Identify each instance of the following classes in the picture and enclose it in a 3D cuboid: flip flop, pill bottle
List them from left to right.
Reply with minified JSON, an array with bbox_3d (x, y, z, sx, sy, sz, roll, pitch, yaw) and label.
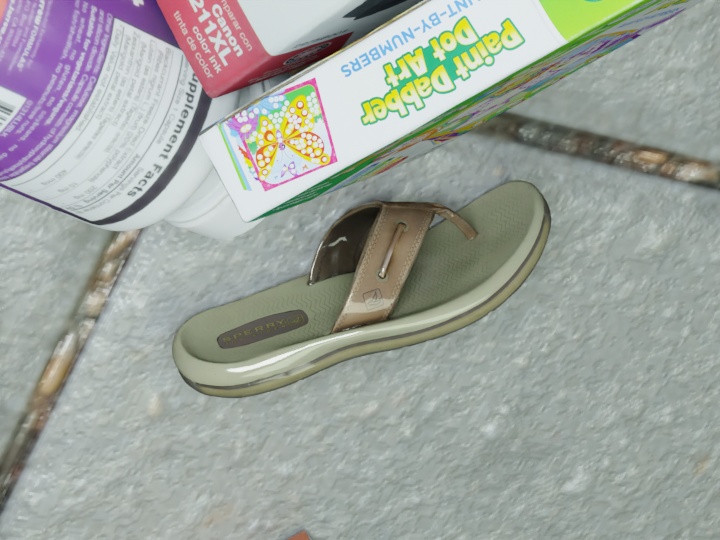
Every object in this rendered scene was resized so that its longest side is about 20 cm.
[{"bbox_3d":[-0.121,-0.082,1.086,0.200,0.112,0.112,24,112,-40],"label":"pill bottle"},{"bbox_3d":[0.000,0.000,1.256,0.199,0.081,0.058,-20,119,-7],"label":"flip flop"}]

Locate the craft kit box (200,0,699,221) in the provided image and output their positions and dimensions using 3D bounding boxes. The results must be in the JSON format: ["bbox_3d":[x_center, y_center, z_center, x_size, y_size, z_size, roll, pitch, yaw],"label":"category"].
[{"bbox_3d":[0.060,-0.095,1.061,0.197,0.049,0.200,-31,178,26],"label":"craft kit box"}]

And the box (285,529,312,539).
[{"bbox_3d":[-0.031,0.256,1.351,0.124,0.200,0.098,-28,134,-6],"label":"box"}]

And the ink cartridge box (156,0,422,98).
[{"bbox_3d":[0.025,-0.157,1.027,0.145,0.083,0.200,-24,177,-41],"label":"ink cartridge box"}]
